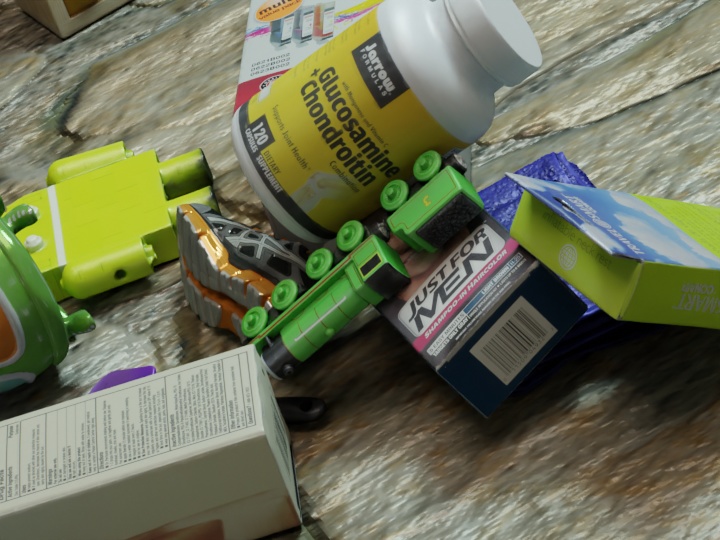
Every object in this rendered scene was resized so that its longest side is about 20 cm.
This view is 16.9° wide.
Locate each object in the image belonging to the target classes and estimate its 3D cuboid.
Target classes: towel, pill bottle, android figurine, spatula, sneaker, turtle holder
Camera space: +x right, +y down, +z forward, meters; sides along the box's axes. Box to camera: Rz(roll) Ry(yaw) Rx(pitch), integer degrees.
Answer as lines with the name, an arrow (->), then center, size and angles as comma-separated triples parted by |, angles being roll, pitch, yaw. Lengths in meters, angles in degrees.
towel -> 0.122, -0.004, 1.670 | 0.147, 0.050, 0.200 | -24, 34, -7
pill bottle -> 0.019, -0.114, 1.630 | 0.200, 0.112, 0.112 | -34, 29, 20
android figurine -> -0.209, -0.036, 1.898 | 0.199, 0.041, 0.182 | -18, 34, 1
spatula -> -0.111, 0.093, 1.679 | 0.199, 0.021, 0.057 | 1, 52, 26
sneaker -> -0.074, 0.004, 1.750 | 0.077, 0.079, 0.200 | -19, 35, -23
turtle holder -> -0.291, 0.021, 1.770 | 0.131, 0.141, 0.185 | -33, 37, -17

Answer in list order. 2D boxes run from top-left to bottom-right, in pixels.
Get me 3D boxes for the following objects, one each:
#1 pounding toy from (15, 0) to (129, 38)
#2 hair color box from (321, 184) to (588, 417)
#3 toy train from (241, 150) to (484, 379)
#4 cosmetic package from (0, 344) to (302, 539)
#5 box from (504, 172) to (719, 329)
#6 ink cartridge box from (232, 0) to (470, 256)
pounding toy -> -0.262, -0.330, 2.191 | 0.184, 0.201, 0.142 | -33, 36, -18
hair color box -> 0.059, 0.005, 1.619 | 0.100, 0.061, 0.200 | -47, 33, 1
toy train -> 0.000, 0.000, 1.604 | 0.200, 0.042, 0.057 | -42, 45, 15
cosmetic package -> -0.146, 0.135, 1.581 | 0.199, 0.088, 0.104 | -16, 35, 5
box -> 0.190, -0.008, 1.534 | 0.199, 0.048, 0.122 | 6, 22, -38
ink cartridge box -> -0.002, -0.127, 1.821 | 0.144, 0.145, 0.200 | -13, 33, 11
